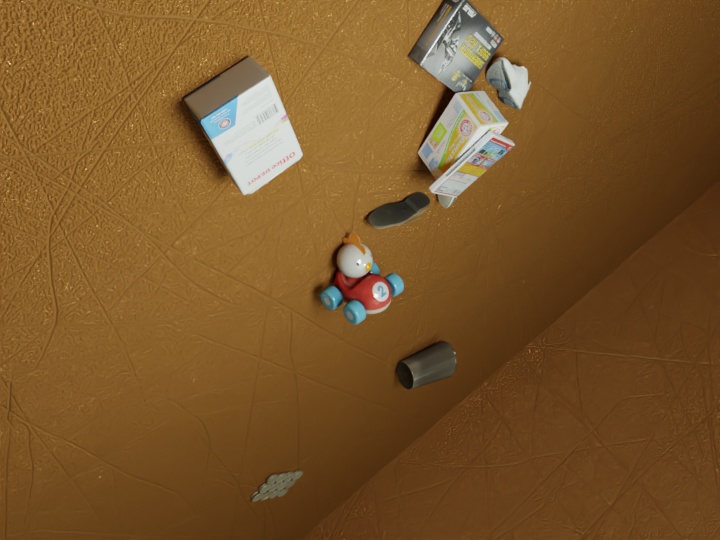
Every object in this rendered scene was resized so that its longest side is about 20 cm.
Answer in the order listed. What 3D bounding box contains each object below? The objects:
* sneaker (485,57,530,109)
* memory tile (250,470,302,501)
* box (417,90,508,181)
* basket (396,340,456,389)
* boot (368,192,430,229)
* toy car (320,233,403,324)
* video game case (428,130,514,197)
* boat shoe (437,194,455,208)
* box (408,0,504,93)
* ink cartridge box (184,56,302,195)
[{"bbox_3d":[0.376,-0.486,1.462,0.088,0.074,0.200,-59,153,4],"label":"sneaker"},{"bbox_3d":[-0.328,0.846,2.287,0.154,0.017,0.199,-51,147,13],"label":"memory tile"},{"bbox_3d":[0.245,-0.321,1.413,0.101,0.113,0.200,-16,154,-35],"label":"box"},{"bbox_3d":[0.251,0.377,2.262,0.199,0.136,0.181,-15,144,-31],"label":"basket"},{"bbox_3d":[0.101,-0.141,1.558,0.199,0.074,0.076,-23,153,-31],"label":"boot"},{"bbox_3d":[0.000,0.000,1.531,0.184,0.176,0.201,-34,136,-33],"label":"toy car"},{"bbox_3d":[0.272,-0.254,1.417,0.200,0.018,0.142,-42,159,28],"label":"video game case"},{"bbox_3d":[0.260,-0.259,1.583,0.061,0.073,0.201,-18,136,-27],"label":"boat shoe"},{"bbox_3d":[0.215,-0.493,1.283,0.199,0.048,0.159,12,119,-52],"label":"box"},{"bbox_3d":[-0.208,-0.259,1.067,0.144,0.085,0.201,-36,146,-10],"label":"ink cartridge box"}]
